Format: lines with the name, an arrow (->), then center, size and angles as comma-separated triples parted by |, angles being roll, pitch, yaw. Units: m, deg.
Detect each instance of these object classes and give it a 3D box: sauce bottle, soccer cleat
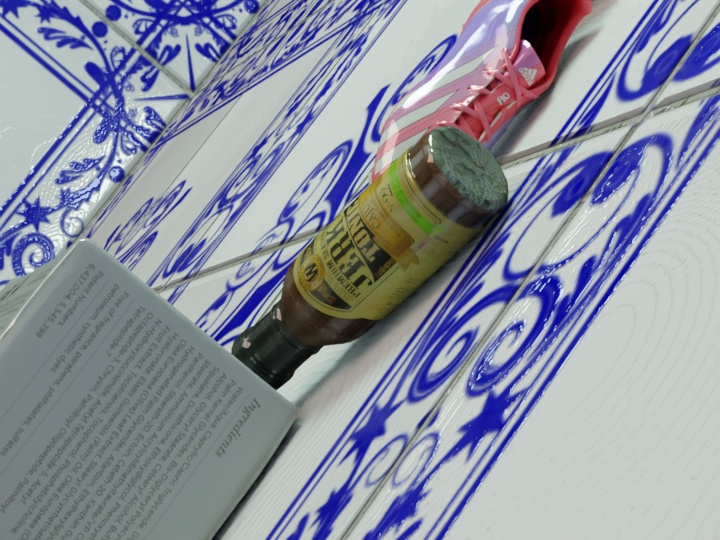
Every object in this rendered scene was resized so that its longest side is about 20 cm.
sauce bottle -> 0.000, 0.000, 1.165 | 0.200, 0.065, 0.065 | -45, 13, 29
soccer cleat -> 0.073, -0.104, 1.229 | 0.076, 0.067, 0.200 | -3, 47, 51

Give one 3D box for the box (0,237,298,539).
box -> -0.182, 0.116, 1.204 | 0.200, 0.171, 0.199 | -53, 13, -20
